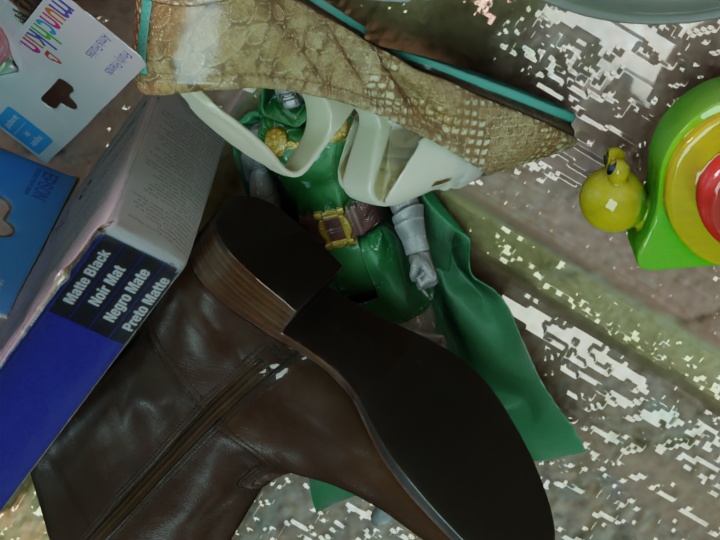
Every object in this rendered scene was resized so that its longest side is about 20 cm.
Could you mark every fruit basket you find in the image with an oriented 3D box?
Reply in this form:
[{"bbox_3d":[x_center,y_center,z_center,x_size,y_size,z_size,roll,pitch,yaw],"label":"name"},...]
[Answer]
[{"bbox_3d":[-0.181,-0.109,1.040,0.200,0.185,0.094,42,72,-8],"label":"fruit basket"}]

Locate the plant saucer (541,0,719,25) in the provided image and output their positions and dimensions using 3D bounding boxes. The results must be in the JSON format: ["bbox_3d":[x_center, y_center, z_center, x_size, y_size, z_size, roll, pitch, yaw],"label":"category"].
[{"bbox_3d":[0.108,-0.168,0.966,0.200,0.050,0.200,-1,117,-3],"label":"plant saucer"}]

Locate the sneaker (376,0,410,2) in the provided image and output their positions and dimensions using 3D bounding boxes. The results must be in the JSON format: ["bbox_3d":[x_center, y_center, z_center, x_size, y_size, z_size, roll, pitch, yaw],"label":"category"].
[{"bbox_3d":[0.052,-0.156,1.050,0.200,0.078,0.100,-11,105,1],"label":"sneaker"}]

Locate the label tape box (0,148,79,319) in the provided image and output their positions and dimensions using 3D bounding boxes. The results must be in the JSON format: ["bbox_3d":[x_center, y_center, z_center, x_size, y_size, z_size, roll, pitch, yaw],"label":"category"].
[{"bbox_3d":[-0.221,-0.024,1.090,0.200,0.144,0.063,23,114,-4],"label":"label tape box"}]

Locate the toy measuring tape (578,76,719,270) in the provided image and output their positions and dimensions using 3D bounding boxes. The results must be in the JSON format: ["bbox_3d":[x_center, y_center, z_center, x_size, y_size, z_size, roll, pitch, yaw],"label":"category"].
[{"bbox_3d":[0.181,-0.042,1.084,0.200,0.074,0.074,-5,113,-2],"label":"toy measuring tape"}]

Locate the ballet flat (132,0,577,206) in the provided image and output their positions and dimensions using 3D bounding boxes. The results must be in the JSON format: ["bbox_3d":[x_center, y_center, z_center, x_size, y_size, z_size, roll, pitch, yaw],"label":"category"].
[{"bbox_3d":[-0.005,-0.061,1.054,0.200,0.070,0.065,21,90,-34],"label":"ballet flat"}]

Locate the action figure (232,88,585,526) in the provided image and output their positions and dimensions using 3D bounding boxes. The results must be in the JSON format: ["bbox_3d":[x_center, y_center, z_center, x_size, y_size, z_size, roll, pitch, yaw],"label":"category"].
[{"bbox_3d":[0.000,0.000,1.128,0.118,0.055,0.200,-16,106,16],"label":"action figure"}]

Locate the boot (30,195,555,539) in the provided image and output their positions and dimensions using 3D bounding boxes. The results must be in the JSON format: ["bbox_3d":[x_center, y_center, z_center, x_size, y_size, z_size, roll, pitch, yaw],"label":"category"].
[{"bbox_3d":[-0.036,0.091,1.119,0.186,0.064,0.200,49,132,10],"label":"boot"}]

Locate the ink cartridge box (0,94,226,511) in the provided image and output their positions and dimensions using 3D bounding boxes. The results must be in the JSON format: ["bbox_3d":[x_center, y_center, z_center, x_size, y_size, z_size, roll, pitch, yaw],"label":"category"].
[{"bbox_3d":[-0.127,0.042,1.078,0.041,0.200,0.200,34,113,-8],"label":"ink cartridge box"}]
